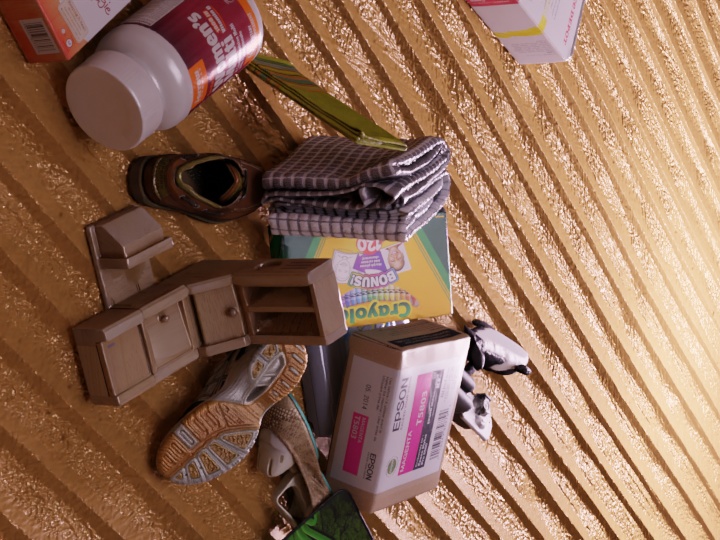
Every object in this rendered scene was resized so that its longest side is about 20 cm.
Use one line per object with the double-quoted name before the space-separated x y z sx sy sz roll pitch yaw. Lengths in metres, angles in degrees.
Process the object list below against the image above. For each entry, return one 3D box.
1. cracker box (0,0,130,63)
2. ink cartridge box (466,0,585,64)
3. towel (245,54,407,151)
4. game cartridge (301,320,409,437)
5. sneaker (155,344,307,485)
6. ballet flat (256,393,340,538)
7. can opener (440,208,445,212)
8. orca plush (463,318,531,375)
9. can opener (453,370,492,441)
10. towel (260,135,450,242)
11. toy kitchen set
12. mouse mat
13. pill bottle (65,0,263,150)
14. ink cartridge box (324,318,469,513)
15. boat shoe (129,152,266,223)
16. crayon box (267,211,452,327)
"cracker box" -0.263 -0.304 1.444 0.200 0.057 0.134 -55 133 -39
"ink cartridge box" 0.223 -0.392 2.108 0.200 0.083 0.146 40 60 -48
"towel" -0.041 -0.182 1.652 0.086 0.200 0.018 1 119 -50
"game cartridge" 0.000 0.103 1.846 0.200 0.040 0.134 -26 108 -52
"sneaker" -0.139 0.143 1.619 0.200 0.088 0.076 -45 110 -17
"ballet flat" -0.076 0.223 1.717 0.065 0.070 0.201 -36 117 -29
"can opener" 0.046 -0.043 1.864 0.200 0.067 0.054 -34 119 -41
"orca plush" 0.164 0.124 2.045 0.071 0.105 0.200 -50 172 10
"can opener" 0.110 0.156 1.971 0.200 0.067 0.054 46 45 -44
"towel" -0.003 -0.098 1.691 0.200 0.165 0.086 -41 132 -65
"toy kitchen set" -0.154 0.019 1.500 0.200 0.180 0.164 -32 115 -50
"mouse mat" -0.041 0.359 1.757 0.161 0.008 0.200 -40 128 -19
"pill bottle" -0.189 -0.204 1.506 0.200 0.109 0.110 -49 128 -43
"ink cartridge box" 0.042 0.167 1.810 0.165 0.075 0.201 -10 114 -58
"boat shoe" -0.148 -0.085 1.602 0.200 0.068 0.072 -6 93 -56
"crayon box" 0.000 0.000 1.741 0.199 0.058 0.119 -7 97 -21
